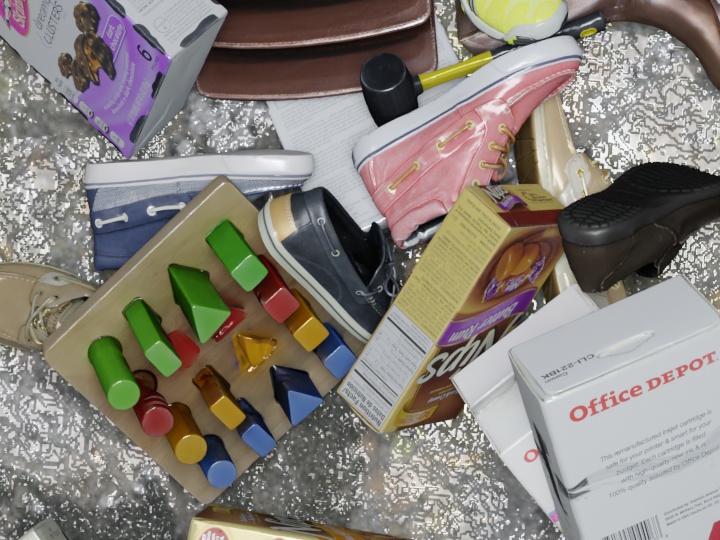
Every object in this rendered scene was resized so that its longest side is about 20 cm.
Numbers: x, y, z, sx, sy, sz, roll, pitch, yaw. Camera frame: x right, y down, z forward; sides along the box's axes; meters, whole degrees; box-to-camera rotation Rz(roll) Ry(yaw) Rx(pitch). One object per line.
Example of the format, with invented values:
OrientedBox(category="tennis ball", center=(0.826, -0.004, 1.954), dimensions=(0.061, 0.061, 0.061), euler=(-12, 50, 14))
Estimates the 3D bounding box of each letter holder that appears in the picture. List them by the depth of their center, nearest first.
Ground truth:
OrientedBox(category="letter holder", center=(-0.043, -0.217, 1.711), dimensions=(0.198, 0.101, 0.144), euler=(-5, 76, 5))

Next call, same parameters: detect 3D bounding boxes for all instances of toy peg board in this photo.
OrientedBox(category="toy peg board", center=(-0.105, 0.073, 1.686), dimensions=(0.200, 0.098, 0.199), euler=(-43, 118, 2))

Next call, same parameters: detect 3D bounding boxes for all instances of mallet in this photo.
OrientedBox(category="mallet", center=(0.097, -0.158, 1.707), dimensions=(0.198, 0.066, 0.041), euler=(-15, 59, -5))

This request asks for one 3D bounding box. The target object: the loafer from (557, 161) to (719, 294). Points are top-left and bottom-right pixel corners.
OrientedBox(category="loafer", center=(0.219, -0.033, 1.688), dimensions=(0.073, 0.199, 0.072), euler=(21, 119, 40))

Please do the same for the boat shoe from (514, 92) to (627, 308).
OrientedBox(category="boat shoe", center=(0.170, -0.055, 1.733), dimensions=(0.068, 0.074, 0.202), euler=(-10, 89, -9))

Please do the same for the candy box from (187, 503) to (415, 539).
OrientedBox(category="candy box", center=(-0.034, 0.231, 1.714), dimensions=(0.198, 0.115, 0.056), euler=(10, 89, 3))

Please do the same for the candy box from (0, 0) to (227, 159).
OrientedBox(category="candy box", center=(-0.214, -0.210, 1.698), dimensions=(0.200, 0.168, 0.072), euler=(43, 60, 5))

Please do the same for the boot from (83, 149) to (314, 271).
OrientedBox(category="boot", center=(-0.126, -0.047, 1.739), dimensions=(0.198, 0.073, 0.091), euler=(-3, 95, 23))

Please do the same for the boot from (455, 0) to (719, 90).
OrientedBox(category="boot", center=(0.186, -0.187, 1.734), dimensions=(0.199, 0.064, 0.188), euler=(-25, 84, 4))

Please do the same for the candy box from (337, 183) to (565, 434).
OrientedBox(category="candy box", center=(0.077, 0.029, 1.675), dimensions=(0.056, 0.116, 0.201), euler=(43, 115, 24))

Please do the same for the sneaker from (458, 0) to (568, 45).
OrientedBox(category="sneaker", center=(0.097, -0.257, 1.689), dimensions=(0.075, 0.077, 0.201), euler=(-26, 57, -6))

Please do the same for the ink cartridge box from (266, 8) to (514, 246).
OrientedBox(category="ink cartridge box", center=(0.012, -0.131, 1.761), dimensions=(0.161, 0.057, 0.201), euler=(-26, 67, 3))

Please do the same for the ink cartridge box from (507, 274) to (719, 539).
OrientedBox(category="ink cartridge box", center=(0.203, 0.125, 1.548), dimensions=(0.143, 0.084, 0.201), euler=(-23, 120, -6))

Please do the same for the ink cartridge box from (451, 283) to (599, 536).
OrientedBox(category="ink cartridge box", center=(0.173, 0.120, 1.656), dimensions=(0.128, 0.125, 0.200), euler=(-37, 119, 2))

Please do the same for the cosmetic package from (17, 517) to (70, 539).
OrientedBox(category="cosmetic package", center=(-0.301, 0.302, 1.744), dimensions=(0.199, 0.087, 0.104), euler=(-38, 89, 1))

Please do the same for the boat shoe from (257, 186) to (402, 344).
OrientedBox(category="boat shoe", center=(0.000, 0.000, 1.689), dimensions=(0.062, 0.200, 0.075), euler=(-29, 44, 20))

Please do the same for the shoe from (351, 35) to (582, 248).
OrientedBox(category="shoe", center=(0.095, -0.097, 1.675), dimensions=(0.199, 0.071, 0.092), euler=(-28, 74, 11))

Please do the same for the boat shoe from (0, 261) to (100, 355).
OrientedBox(category="boat shoe", center=(-0.241, 0.038, 1.754), dimensions=(0.198, 0.065, 0.073), euler=(15, 90, 3))
